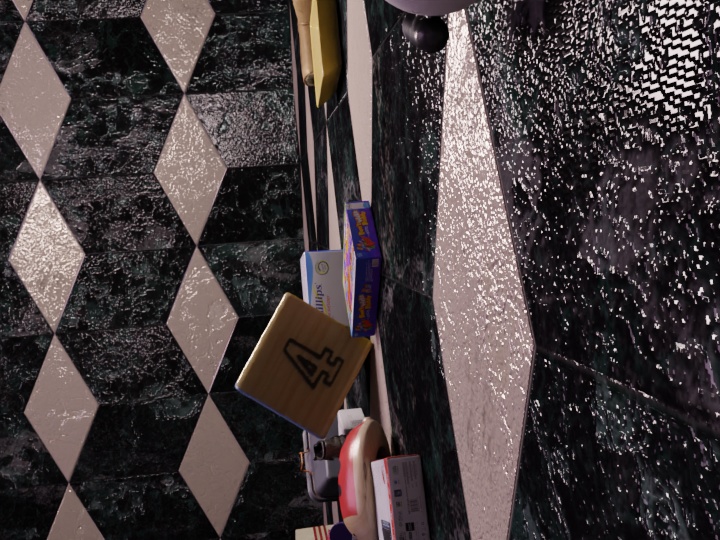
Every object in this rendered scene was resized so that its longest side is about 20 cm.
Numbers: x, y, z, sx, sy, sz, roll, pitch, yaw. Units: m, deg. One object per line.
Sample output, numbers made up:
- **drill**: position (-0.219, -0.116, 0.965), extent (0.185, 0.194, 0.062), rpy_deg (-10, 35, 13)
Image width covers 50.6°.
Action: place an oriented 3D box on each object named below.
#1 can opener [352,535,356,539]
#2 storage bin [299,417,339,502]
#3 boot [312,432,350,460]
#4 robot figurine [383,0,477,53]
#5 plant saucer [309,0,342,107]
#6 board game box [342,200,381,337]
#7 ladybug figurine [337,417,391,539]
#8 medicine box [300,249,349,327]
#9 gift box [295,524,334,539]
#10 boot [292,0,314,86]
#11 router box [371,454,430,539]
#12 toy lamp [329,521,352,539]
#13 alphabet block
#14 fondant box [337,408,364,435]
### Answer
- **can opener**: position (0.028, 0.403, 1.318), extent (0.078, 0.062, 0.205), rpy_deg (7, -92, -71)
- **storage bin**: position (-0.076, 0.460, 1.910), extent (0.135, 0.142, 0.204), rpy_deg (116, 151, -56)
- **boot**: position (-0.029, 0.331, 1.426), extent (0.200, 0.127, 0.069), rpy_deg (105, 158, -70)
- **robot figurine**: position (0.043, -0.258, 0.555), extent (0.150, 0.124, 0.201), rpy_deg (43, -167, -25)
- **plant saucer**: position (-0.074, -0.479, 1.633), extent (0.200, 0.047, 0.205), rpy_deg (129, 136, -81)
- **board game box**: position (0.000, 0.000, 1.337), extent (0.202, 0.044, 0.136), rpy_deg (93, 170, -46)
- **ladybug figurine**: position (0.008, 0.341, 1.232), extent (0.136, 0.070, 0.204), rpy_deg (48, -144, -58)
- **medicine box**: position (-0.087, 0.053, 1.830), extent (0.200, 0.100, 0.187), rpy_deg (150, 115, -82)
- **gift box**: position (-0.122, 0.864, 2.280), extent (0.187, 0.180, 0.205), rpy_deg (-160, 60, -84)
- **boot**: position (-0.137, -0.616, 2.015), extent (0.175, 0.065, 0.205), rpy_deg (48, -142, -82)
- **router box**: position (0.058, 0.369, 1.073), extent (0.180, 0.048, 0.205), rpy_deg (111, 154, -73)
- **toy lamp**: position (-0.007, 0.453, 1.423), extent (0.200, 0.057, 0.060), rpy_deg (-27, -66, -76)
- **alphabet block**: position (-0.111, 0.188, 1.472), extent (0.203, 0.194, 0.195), rpy_deg (-61, 2, -13)
- **fondant box**: position (-0.009, 0.413, 1.609), extent (0.144, 0.057, 0.205), rpy_deg (-128, 36, -77)
